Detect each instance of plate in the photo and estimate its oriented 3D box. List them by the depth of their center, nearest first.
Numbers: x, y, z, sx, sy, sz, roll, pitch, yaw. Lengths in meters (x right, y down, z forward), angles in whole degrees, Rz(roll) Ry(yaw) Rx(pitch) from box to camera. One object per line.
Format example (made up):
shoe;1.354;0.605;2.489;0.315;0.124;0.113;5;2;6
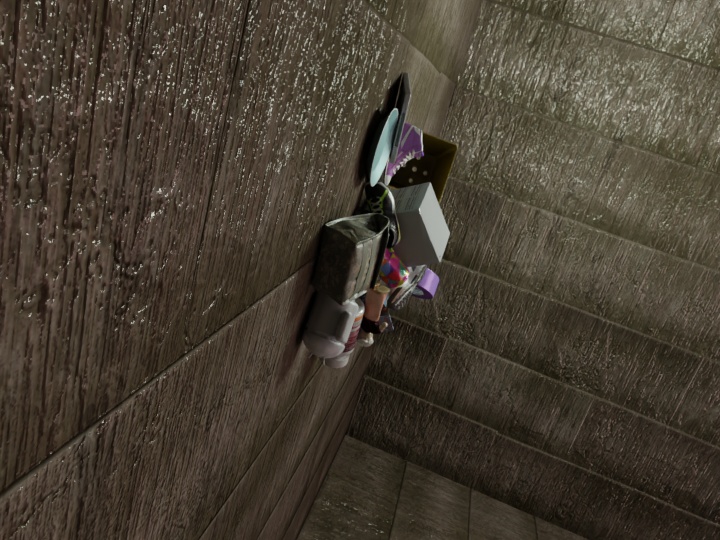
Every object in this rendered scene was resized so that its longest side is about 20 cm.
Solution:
plate;0.052;-0.316;1.411;0.200;0.025;0.205;20;89;-82

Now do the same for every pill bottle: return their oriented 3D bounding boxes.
pill bottle;-0.059;0.175;1.592;0.110;0.107;0.204;-57;164;-59

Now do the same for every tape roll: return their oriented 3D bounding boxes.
tape roll;0.163;0.025;1.849;0.200;0.196;0.067;78;34;-75

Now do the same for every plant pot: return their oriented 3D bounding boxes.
plant pot;0.196;-0.352;1.877;0.176;0.195;0.205;-99;-152;-84

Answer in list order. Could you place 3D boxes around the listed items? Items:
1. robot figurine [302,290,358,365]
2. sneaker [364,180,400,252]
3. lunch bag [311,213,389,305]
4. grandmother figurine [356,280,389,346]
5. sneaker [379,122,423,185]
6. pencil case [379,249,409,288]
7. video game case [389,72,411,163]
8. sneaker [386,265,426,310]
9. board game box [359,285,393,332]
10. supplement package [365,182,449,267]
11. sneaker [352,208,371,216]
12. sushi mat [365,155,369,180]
robot figurine;-0.074;0.126;1.353;0.169;0.111;0.204;7;-105;64
sneaker;0.063;-0.149;1.511;0.204;0.070;0.083;66;27;-18
lunch bag;-0.005;-0.036;1.290;0.199;0.116;0.167;-26;139;-51
grandmother figurine;0.033;0.136;1.599;0.059;0.121;0.204;-7;123;-38
sneaker;0.129;-0.341;1.669;0.073;0.112;0.205;-20;131;-81
pencil case;0.062;-0.039;1.601;0.087;0.201;0.089;-31;-155;17
video game case;0.106;-0.419;1.520;0.145;0.017;0.203;-89;-171;-50
sneaker;0.128;0.040;1.696;0.201;0.079;0.075;-50;156;-35
board game box;0.021;0.132;1.716;0.201;0.195;0.063;-61;140;-49
supplement package;0.136;-0.129;1.651;0.194;0.196;0.148;63;36;-30
sneaker;-0.014;-0.064;1.466;0.090;0.072;0.202;97;14;-49
sushi mat;0.039;-0.294;1.506;0.200;0.012;0.098;72;39;-76
